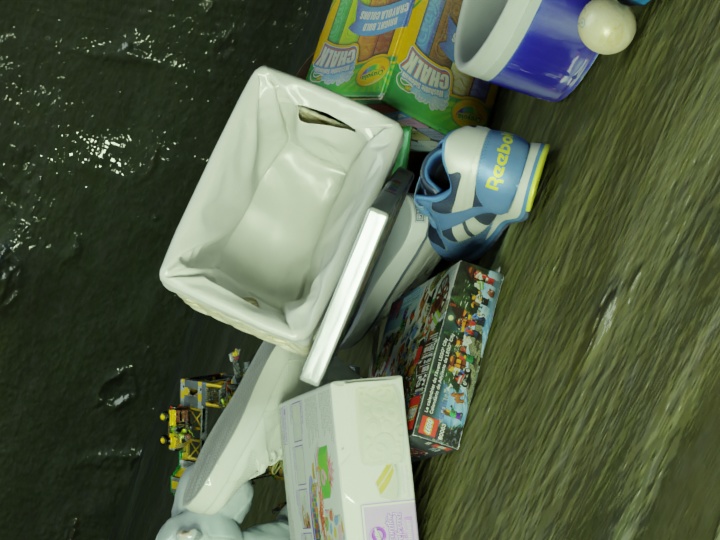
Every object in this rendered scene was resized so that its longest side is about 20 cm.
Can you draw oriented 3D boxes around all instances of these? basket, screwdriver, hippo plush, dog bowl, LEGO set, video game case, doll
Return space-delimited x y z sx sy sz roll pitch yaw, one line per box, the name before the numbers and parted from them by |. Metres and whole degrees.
basket | -0.062 -0.041 1.446 0.123 0.135 0.200 94 -159 -76
screwdriver | 0.011 0.103 1.575 0.029 0.028 0.200 -21 42 37
hippo plush | -0.104 0.254 1.527 0.159 0.160 0.200 124 162 -56
dog bowl | 0.143 -0.231 1.322 0.200 0.079 0.201 -162 90 -80
LEGO set | -0.076 0.150 1.629 0.116 0.200 0.154 5 89 39
video game case | 0.000 0.000 1.390 0.200 0.018 0.144 -60 -8 -76
doll | 0.190 -0.238 1.162 0.137 0.048 0.201 -117 39 -64

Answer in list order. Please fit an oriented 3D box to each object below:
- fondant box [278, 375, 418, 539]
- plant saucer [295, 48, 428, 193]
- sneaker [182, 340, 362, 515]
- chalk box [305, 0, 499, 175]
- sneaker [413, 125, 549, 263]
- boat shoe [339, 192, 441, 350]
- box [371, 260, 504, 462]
fondant box | -0.012 0.163 1.354 0.200 0.058 0.145 146 119 -74
plant saucer | 0.007 -0.117 1.630 0.032 0.200 0.201 6 75 46
sneaker | -0.061 0.144 1.487 0.074 0.116 0.200 -30 25 55
chalk box | 0.040 -0.177 1.542 0.124 0.124 0.201 6 75 51
sneaker | 0.079 -0.063 1.353 0.200 0.082 0.074 130 156 -69
boat shoe | 0.028 0.008 1.548 0.200 0.065 0.074 -51 41 48
box | 0.049 0.078 1.379 0.200 0.038 0.137 143 145 -73
